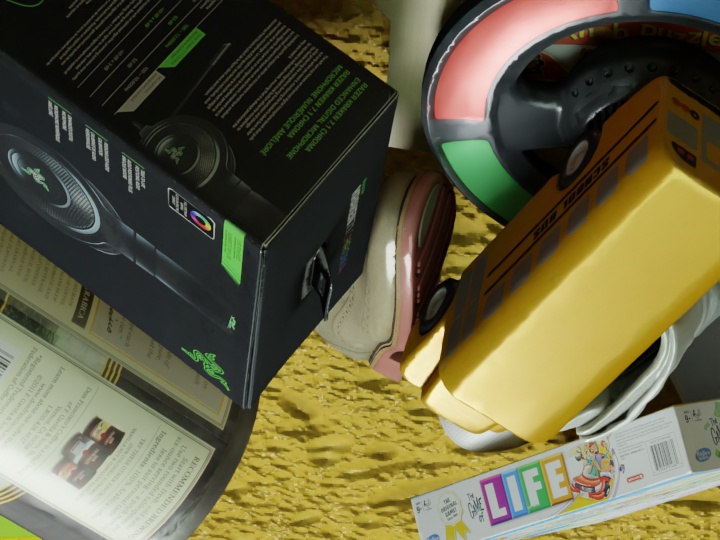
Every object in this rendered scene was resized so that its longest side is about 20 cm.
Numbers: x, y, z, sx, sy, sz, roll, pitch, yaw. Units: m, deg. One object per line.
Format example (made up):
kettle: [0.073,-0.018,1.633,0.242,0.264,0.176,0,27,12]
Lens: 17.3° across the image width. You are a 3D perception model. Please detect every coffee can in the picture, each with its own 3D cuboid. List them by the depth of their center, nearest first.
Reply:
coffee can: [-0.171,0.046,1.193,0.200,0.147,0.146,36,135,-30]

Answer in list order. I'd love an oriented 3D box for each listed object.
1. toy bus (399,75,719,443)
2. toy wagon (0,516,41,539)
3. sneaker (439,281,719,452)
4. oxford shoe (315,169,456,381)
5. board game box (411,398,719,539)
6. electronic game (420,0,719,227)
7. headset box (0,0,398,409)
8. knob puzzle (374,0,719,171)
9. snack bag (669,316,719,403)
toy bus: [0.094,0.006,1.016,0.065,0.078,0.200,31,128,-16]
toy wagon: [-0.207,0.142,1.409,0.199,0.040,0.155,-3,141,15]
sneaker: [0.091,0.049,1.158,0.074,0.116,0.200,51,127,-1]
oxford shoe: [0.000,0.000,1.137,0.074,0.071,0.200,21,157,3]
board game box: [0.140,0.103,1.217,0.134,0.034,0.200,-5,166,-41]
electronic game: [0.125,-0.068,1.025,0.199,0.042,0.200,6,143,4]
headset box: [-0.084,-0.052,1.003,0.200,0.093,0.174,36,157,10]
knob puzzle: [0.105,-0.115,1.027,0.218,0.031,0.220,6,142,5]
snack bag: [0.247,0.044,1.210,0.199,0.021,0.189,-9,139,21]
